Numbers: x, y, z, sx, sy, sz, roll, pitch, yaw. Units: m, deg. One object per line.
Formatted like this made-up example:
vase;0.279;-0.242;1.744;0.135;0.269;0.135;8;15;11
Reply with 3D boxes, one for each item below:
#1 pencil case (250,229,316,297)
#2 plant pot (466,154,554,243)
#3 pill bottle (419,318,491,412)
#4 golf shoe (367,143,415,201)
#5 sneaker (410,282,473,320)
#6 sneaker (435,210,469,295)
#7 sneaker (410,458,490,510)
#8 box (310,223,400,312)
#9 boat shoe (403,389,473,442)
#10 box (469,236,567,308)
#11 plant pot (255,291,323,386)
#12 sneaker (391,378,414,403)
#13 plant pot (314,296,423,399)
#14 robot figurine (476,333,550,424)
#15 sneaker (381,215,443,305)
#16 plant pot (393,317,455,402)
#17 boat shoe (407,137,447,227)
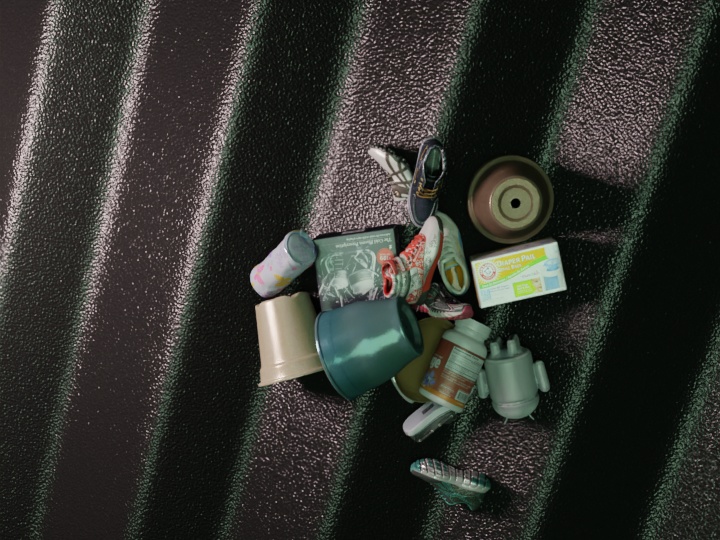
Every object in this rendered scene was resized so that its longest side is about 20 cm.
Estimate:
pencil case;-0.180;-0.015;1.703;0.082;0.200;0.092;12;57;-31
plant pot;0.330;-0.153;1.621;0.196;0.175;0.205;1;98;8
pill bottle;0.220;0.208;1.682;0.111;0.112;0.203;25;87;3
golf shoe;0.085;-0.211;1.692;0.199;0.078;0.095;36;101;2
sneaker;0.178;0.066;1.667;0.079;0.199;0.076;3;99;-33
sneaker;0.204;-0.041;1.699;0.075;0.081;0.203;-22;94;11
sneaker;0.210;0.522;1.786;0.196;0.078;0.093;17;104;6
box;0.000;0.000;1.718;0.196;0.104;0.186;-8;99;8
boat shoe;0.195;0.341;1.767;0.199;0.070;0.066;-39;115;4
box;0.353;0.004;1.676;0.196;0.101;0.115;-14;97;9
plant pot;-0.162;0.155;1.731;0.197;0.200;0.187;-15;85;9
sneaker;0.117;0.208;1.750;0.116;0.074;0.203;-25;96;7
plant pot;0.029;0.152;1.599;0.185;0.200;0.203;-23;95;19
robot figurine;0.349;0.253;1.707;0.166;0.113;0.204;-8;97;24
sneaker;0.111;-0.028;1.622;0.106;0.067;0.206;10;99;-25
plant pot;0.155;0.206;1.726;0.196;0.027;0.205;-5;101;-27
boat shoe;0.145;-0.184;1.616;0.069;0.091;0.204;5;109;-3
